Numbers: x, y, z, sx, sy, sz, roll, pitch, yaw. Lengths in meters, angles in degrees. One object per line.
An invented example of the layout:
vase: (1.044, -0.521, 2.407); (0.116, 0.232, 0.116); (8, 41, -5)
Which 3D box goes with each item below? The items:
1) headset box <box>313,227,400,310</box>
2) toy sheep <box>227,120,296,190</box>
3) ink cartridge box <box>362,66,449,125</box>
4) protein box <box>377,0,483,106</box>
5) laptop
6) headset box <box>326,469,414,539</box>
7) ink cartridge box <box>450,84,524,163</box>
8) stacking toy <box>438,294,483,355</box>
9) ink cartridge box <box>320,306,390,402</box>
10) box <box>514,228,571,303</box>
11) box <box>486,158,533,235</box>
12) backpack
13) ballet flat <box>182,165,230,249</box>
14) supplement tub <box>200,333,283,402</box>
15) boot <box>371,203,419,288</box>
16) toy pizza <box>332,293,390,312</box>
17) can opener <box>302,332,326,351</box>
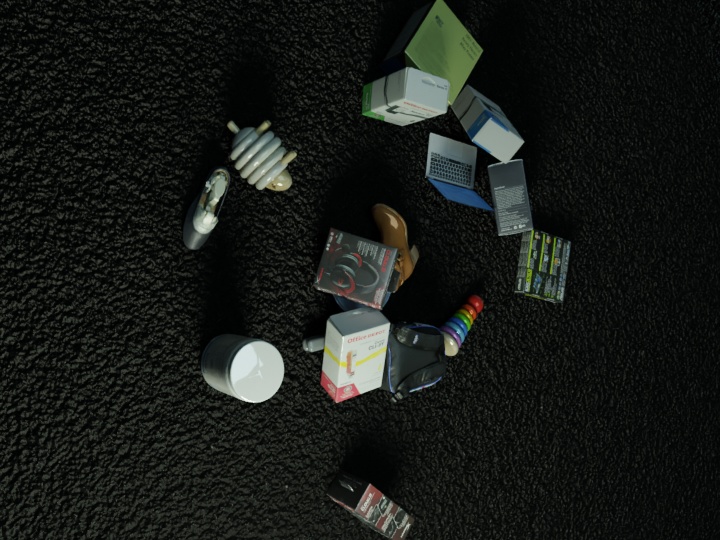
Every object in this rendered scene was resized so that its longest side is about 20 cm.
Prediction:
headset box: (0.000, 0.000, 1.661); (0.195, 0.075, 0.152); (18, 83, 8)
toy sheep: (-0.233, -0.267, 1.564); (0.201, 0.137, 0.138); (49, 66, -7)
ink cartridge box: (0.115, -0.445, 1.746); (0.143, 0.198, 0.086); (7, 86, -32)
protein box: (0.191, -0.577, 1.835); (0.198, 0.134, 0.203); (40, 70, -25)
laptop: (0.286, -0.277, 1.908); (0.183, 0.115, 0.206); (9, 85, -33)
headset box: (0.018, 0.592, 1.710); (0.200, 0.148, 0.078); (45, 67, -23)
ink cartridge box: (0.354, -0.414, 1.902); (0.142, 0.202, 0.085); (24, 120, -32)
stacking toy: (0.286, 0.144, 1.934); (0.201, 0.084, 0.086); (-49, 114, -30)
ink cartridge box: (-0.014, 0.206, 1.680); (0.142, 0.083, 0.205); (-13, 125, -31)
box: (0.578, -0.013, 2.139); (0.189, 0.047, 0.206); (12, 84, -30)
box: (0.434, -0.217, 1.971); (0.101, 0.148, 0.206); (-9, 99, 12)
backpack: (0.131, 0.226, 1.785); (0.186, 0.153, 0.206); (-2, 97, -24)
ballet flat: (-0.343, -0.145, 1.525); (0.072, 0.072, 0.205); (27, 76, -29)
supplement tub: (-0.264, 0.213, 1.496); (0.129, 0.198, 0.136); (0, 90, -32)
boot: (0.068, -0.058, 1.761); (0.203, 0.075, 0.156); (59, 42, -20)
toy pizza: (0.000, 0.020, 1.768); (0.196, 0.031, 0.207); (3, 85, -33)
can opener: (-0.052, 0.187, 1.722); (0.196, 0.053, 0.069); (-12, 95, -31)
